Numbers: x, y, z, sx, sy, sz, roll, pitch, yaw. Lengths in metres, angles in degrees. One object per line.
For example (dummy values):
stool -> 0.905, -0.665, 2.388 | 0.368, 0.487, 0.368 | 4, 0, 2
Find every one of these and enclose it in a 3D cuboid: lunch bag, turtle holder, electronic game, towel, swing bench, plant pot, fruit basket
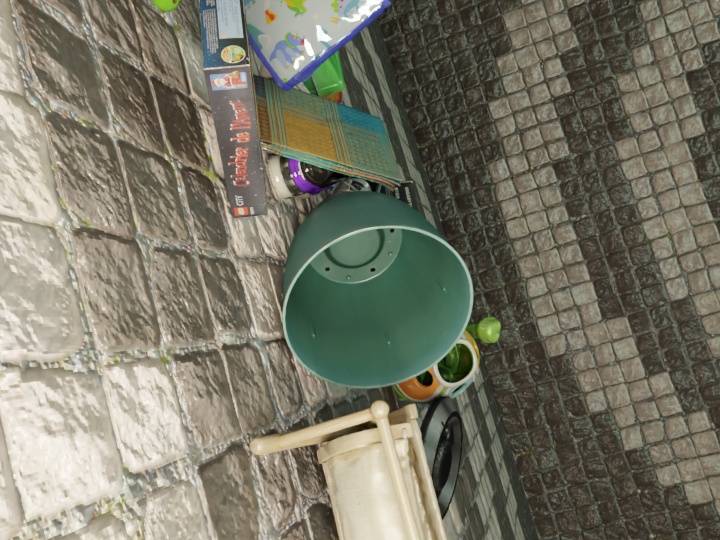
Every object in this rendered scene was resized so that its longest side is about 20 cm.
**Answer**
lunch bag -> -0.072, -0.346, 0.837 | 0.127, 0.170, 0.200 | 10, 49, -62
turtle holder -> 0.138, 0.146, 1.107 | 0.132, 0.185, 0.141 | 165, -75, -67
electronic game -> 0.111, 0.288, 1.020 | 0.200, 0.042, 0.201 | 6, 90, -66
towel -> -0.051, -0.171, 0.836 | 0.200, 0.022, 0.147 | 13, 41, -23
swing bench -> 0.013, 0.230, 0.612 | 0.200, 0.129, 0.199 | 35, 38, -70
plant pot -> 0.007, 0.003, 0.768 | 0.161, 0.200, 0.201 | -108, 173, -58
fruit basket -> -0.074, -0.304, 1.123 | 0.200, 0.093, 0.186 | 81, -1, -60

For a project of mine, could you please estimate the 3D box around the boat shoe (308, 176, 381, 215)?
boat shoe -> -0.016, -0.096, 0.926 | 0.070, 0.072, 0.201 | 29, 31, 0

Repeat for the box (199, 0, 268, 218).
box -> -0.117, -0.162, 0.638 | 0.200, 0.038, 0.137 | 95, -15, -60

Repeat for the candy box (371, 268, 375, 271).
candy box -> 0.000, 0.000, 1.038 | 0.117, 0.056, 0.200 | -88, 158, -56

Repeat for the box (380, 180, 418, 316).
box -> 0.058, 0.002, 0.942 | 0.159, 0.046, 0.200 | 97, -16, -66

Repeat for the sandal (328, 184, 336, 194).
sandal -> -0.018, -0.100, 1.095 | 0.087, 0.079, 0.200 | -38, 123, -37

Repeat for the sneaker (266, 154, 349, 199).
sneaker -> -0.048, -0.139, 0.915 | 0.200, 0.099, 0.070 | -57, 130, -73

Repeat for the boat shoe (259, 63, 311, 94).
boat shoe -> -0.085, -0.227, 0.971 | 0.200, 0.071, 0.070 | 37, 40, -58

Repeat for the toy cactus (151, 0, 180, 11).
toy cactus -> -0.205, -0.325, 0.569 | 0.200, 0.102, 0.165 | 47, 17, -44

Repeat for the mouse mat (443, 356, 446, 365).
mouse mat -> 0.099, 0.027, 0.972 | 0.200, 0.008, 0.161 | 73, 5, -57
